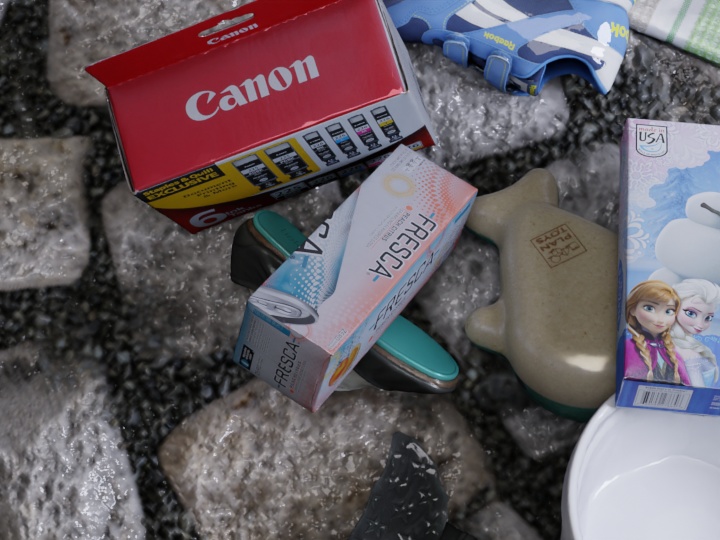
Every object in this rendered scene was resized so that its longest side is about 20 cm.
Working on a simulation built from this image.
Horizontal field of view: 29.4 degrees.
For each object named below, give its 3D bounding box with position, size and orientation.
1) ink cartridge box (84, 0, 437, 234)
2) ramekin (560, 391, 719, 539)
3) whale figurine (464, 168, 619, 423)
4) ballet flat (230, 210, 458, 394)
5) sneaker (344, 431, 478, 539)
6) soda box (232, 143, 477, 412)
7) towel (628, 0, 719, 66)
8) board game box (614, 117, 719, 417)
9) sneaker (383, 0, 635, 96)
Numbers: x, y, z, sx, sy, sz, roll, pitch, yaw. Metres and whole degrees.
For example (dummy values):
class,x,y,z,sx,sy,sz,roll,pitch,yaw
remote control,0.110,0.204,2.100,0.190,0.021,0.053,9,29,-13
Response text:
class,x,y,z,sx,sy,sz,roll,pitch,yaw
ink cartridge box,-0.064,-0.111,0.943,0.199,0.176,0.084,-20,76,8
ramekin,0.219,0.171,0.864,0.199,0.105,0.201,1,59,-2
whale figurine,0.146,0.020,0.965,0.158,0.104,0.200,-27,53,-8
ballet flat,-0.017,0.038,0.977,0.200,0.068,0.069,41,116,22
sneaker,0.014,0.219,0.936,0.104,0.060,0.200,31,78,13
soda box,0.000,0.000,0.918,0.068,0.064,0.200,31,47,12
towel,0.268,-0.236,1.040,0.199,0.031,0.150,24,79,9
board game box,0.265,-0.001,0.879,0.199,0.043,0.200,5,58,4
sneaker,0.101,-0.172,1.013,0.199,0.074,0.083,3,90,11
